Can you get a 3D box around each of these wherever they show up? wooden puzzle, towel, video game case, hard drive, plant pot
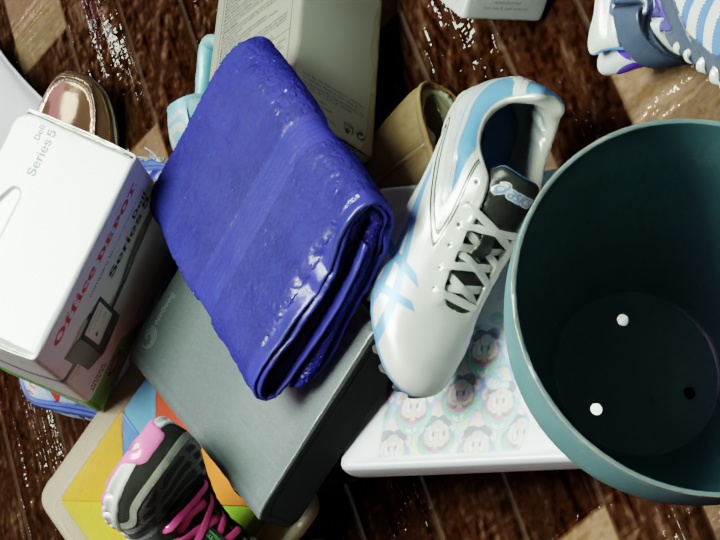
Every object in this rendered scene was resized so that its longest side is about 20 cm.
[{"bbox_3d":[-0.130,0.154,1.529,0.185,0.037,0.200,-54,54,25],"label":"wooden puzzle"},{"bbox_3d":[-0.052,-0.034,1.381,0.148,0.050,0.200,-58,40,22],"label":"towel"},{"bbox_3d":[0.087,0.029,1.349,0.200,0.024,0.182,-5,67,30],"label":"video game case"},{"bbox_3d":[-0.061,0.048,1.425,0.140,0.033,0.200,-58,39,11],"label":"hard drive"},{"bbox_3d":[0.163,0.037,1.212,0.135,0.200,0.200,116,154,-70],"label":"plant pot"}]

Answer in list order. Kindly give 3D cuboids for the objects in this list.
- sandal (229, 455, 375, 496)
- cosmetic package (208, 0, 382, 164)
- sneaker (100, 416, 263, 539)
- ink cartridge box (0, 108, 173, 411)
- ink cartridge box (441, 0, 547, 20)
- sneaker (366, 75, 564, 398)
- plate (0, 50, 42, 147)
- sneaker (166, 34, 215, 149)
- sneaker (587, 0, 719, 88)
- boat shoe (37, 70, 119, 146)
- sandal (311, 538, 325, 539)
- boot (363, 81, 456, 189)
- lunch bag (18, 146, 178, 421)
[{"bbox_3d":[0.002,0.094,1.417,0.200,0.048,0.075,-24,65,17],"label":"sandal"},{"bbox_3d":[-0.044,-0.146,1.530,0.104,0.073,0.200,-31,41,41],"label":"cosmetic package"},{"bbox_3d":[-0.098,0.163,1.397,0.087,0.200,0.074,27,58,24],"label":"sneaker"},{"bbox_3d":[-0.193,-0.002,1.492,0.084,0.200,0.146,23,81,10],"label":"ink cartridge box"},{"bbox_3d":[0.086,-0.270,1.425,0.116,0.067,0.200,46,128,45],"label":"ink cartridge box"},{"bbox_3d":[0.061,-0.022,1.323,0.072,0.072,0.200,-3,64,60],"label":"sneaker"},{"bbox_3d":[-0.307,-0.070,1.871,0.200,0.032,0.200,44,111,45],"label":"plate"},{"bbox_3d":[-0.104,-0.075,1.569,0.074,0.082,0.200,-37,35,45],"label":"sneaker"},{"bbox_3d":[0.197,-0.127,1.294,0.146,0.081,0.200,-40,54,44],"label":"sneaker"},{"bbox_3d":[-0.234,-0.052,1.736,0.076,0.072,0.200,12,94,13],"label":"boat shoe"},{"bbox_3d":[-0.057,0.271,1.461,0.079,0.059,0.207,21,94,49],"label":"sandal"},{"bbox_3d":[0.000,0.000,1.479,0.200,0.066,0.175,-39,52,32],"label":"boot"},{"bbox_3d":[-0.166,0.012,1.655,0.160,0.076,0.200,6,84,47],"label":"lunch bag"}]
